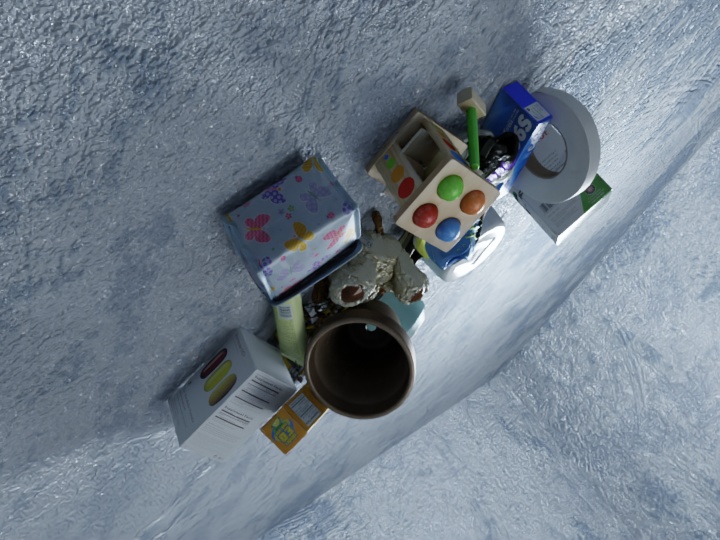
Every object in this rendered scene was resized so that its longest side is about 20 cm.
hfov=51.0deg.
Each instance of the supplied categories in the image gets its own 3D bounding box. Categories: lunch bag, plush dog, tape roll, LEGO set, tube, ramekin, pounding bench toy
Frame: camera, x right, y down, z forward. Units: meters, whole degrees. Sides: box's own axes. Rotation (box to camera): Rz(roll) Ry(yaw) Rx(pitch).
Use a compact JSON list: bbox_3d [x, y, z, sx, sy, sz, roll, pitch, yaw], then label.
[{"bbox_3d":[-0.088,-0.043,1.070,0.168,0.128,0.200,-34,166,-11],"label":"lunch bag"},{"bbox_3d":[0.000,0.000,1.349,0.197,0.163,0.171,0,158,-35],"label":"plush dog"},{"bbox_3d":[0.336,-0.222,1.351,0.037,0.204,0.204,-24,155,-34],"label":"tape roll"},{"bbox_3d":[-0.081,0.139,1.472,0.154,0.116,0.199,-48,159,22],"label":"LEGO set"},{"bbox_3d":[-0.123,0.100,1.333,0.051,0.058,0.202,-12,135,-9],"label":"tube"},{"bbox_3d":[0.216,-0.069,1.607,0.199,0.098,0.201,-35,160,-15],"label":"ramekin"},{"bbox_3d":[0.133,-0.156,1.125,0.123,0.157,0.200,24,117,-39],"label":"pounding bench toy"}]

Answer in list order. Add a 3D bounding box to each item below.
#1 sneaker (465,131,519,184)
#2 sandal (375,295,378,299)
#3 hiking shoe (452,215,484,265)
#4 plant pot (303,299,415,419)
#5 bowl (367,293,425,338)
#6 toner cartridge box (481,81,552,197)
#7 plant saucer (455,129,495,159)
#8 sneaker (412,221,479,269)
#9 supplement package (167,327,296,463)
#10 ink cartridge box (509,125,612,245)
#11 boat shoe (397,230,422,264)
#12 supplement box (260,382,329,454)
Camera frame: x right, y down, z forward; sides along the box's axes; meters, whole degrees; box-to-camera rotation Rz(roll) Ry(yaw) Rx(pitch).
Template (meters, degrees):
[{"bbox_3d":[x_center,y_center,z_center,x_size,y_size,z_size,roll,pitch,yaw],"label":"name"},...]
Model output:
[{"bbox_3d":[0.195,-0.173,1.251,0.199,0.069,0.100,-37,160,-32],"label":"sneaker"},{"bbox_3d":[0.030,0.028,1.534,0.080,0.054,0.201,-35,160,-15],"label":"sandal"},{"bbox_3d":[0.202,-0.094,1.477,0.202,0.074,0.087,-58,-172,-6],"label":"hiking shoe"},{"bbox_3d":[0.009,0.141,1.375,0.201,0.199,0.175,-48,-172,21],"label":"plant pot"},{"bbox_3d":[0.065,0.105,1.593,0.202,0.105,0.201,-52,179,-1],"label":"bowl"},{"bbox_3d":[0.259,-0.228,1.353,0.043,0.095,0.201,-26,156,-30],"label":"toner cartridge box"},{"bbox_3d":[0.147,-0.179,1.318,0.199,0.050,0.201,-36,159,-15],"label":"plant saucer"},{"bbox_3d":[0.193,-0.082,1.377,0.200,0.106,0.075,-44,163,18],"label":"sneaker"},{"bbox_3d":[-0.229,0.223,1.342,0.200,0.114,0.109,-45,134,10],"label":"supplement package"},{"bbox_3d":[0.390,-0.179,1.545,0.146,0.201,0.084,-40,164,3],"label":"ink cartridge box"},{"bbox_3d":[0.112,-0.052,1.461,0.201,0.064,0.073,-52,155,-5],"label":"boat shoe"},{"bbox_3d":[-0.102,0.250,1.340,0.067,0.069,0.200,-47,173,18],"label":"supplement box"}]
